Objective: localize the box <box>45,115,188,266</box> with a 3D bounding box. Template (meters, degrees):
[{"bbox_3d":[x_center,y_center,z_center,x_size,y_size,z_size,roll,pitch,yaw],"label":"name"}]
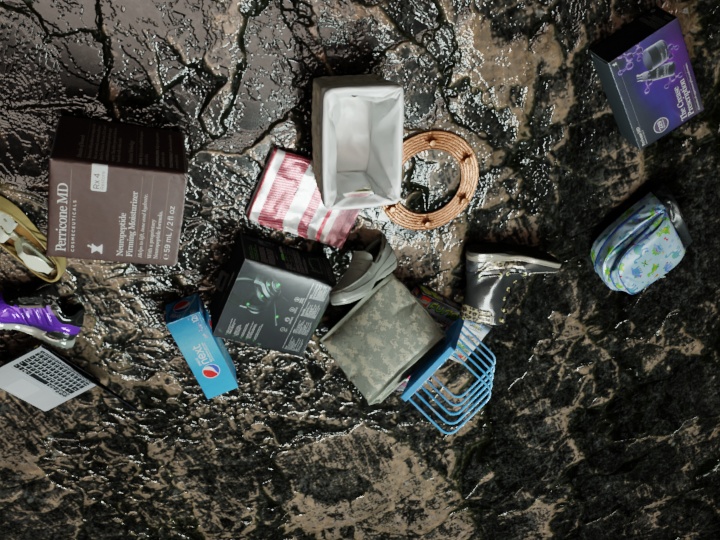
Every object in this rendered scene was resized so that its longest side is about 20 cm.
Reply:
[{"bbox_3d":[-0.381,-0.124,1.235,0.197,0.165,0.168,4,121,-18],"label":"box"}]

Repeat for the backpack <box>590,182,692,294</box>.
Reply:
[{"bbox_3d":[0.564,-0.049,1.590,0.198,0.155,0.163,-27,133,18],"label":"backpack"}]

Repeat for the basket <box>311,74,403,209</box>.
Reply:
[{"bbox_3d":[-0.009,-0.219,1.299,0.133,0.124,0.203,-6,118,-13],"label":"basket"}]

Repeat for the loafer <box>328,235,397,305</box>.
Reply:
[{"bbox_3d":[0.000,0.000,1.433,0.069,0.200,0.071,-10,110,34],"label":"loafer"}]

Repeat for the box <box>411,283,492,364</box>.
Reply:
[{"bbox_3d":[0.166,0.114,1.629,0.198,0.035,0.111,26,112,-29],"label":"box"}]

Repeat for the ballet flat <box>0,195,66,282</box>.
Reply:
[{"bbox_3d":[-0.563,-0.055,1.288,0.068,0.063,0.200,-38,124,10],"label":"ballet flat"}]

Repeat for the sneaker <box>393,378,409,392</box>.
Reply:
[{"bbox_3d":[0.053,0.216,1.635,0.197,0.081,0.075,18,123,-24],"label":"sneaker"}]

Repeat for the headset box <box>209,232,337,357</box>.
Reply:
[{"bbox_3d":[-0.170,0.047,1.451,0.197,0.093,0.176,15,117,-24],"label":"headset box"}]

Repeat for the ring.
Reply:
[{"bbox_3d":[0.127,-0.161,1.450,0.197,0.019,0.203,-8,124,-11],"label":"ring"}]

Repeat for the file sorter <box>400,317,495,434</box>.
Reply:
[{"bbox_3d":[0.181,0.205,1.527,0.123,0.200,0.139,42,108,1],"label":"file sorter"}]

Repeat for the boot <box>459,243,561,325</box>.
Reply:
[{"bbox_3d":[0.294,0.030,1.574,0.196,0.073,0.153,3,110,-14],"label":"boot"}]

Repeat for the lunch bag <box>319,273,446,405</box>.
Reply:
[{"bbox_3d":[0.050,0.129,1.511,0.200,0.164,0.117,-43,165,8],"label":"lunch bag"}]

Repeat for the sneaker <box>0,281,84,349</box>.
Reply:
[{"bbox_3d":[-0.571,0.056,1.360,0.198,0.070,0.100,25,107,-34],"label":"sneaker"}]

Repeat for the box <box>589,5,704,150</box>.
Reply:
[{"bbox_3d":[0.516,-0.342,1.413,0.140,0.079,0.201,-31,125,8],"label":"box"}]

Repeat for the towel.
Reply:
[{"bbox_3d":[-0.090,-0.126,1.407,0.197,0.023,0.145,16,115,-25],"label":"towel"}]

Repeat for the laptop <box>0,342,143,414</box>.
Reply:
[{"bbox_3d":[-0.531,0.224,1.410,0.198,0.117,0.188,-27,147,2],"label":"laptop"}]

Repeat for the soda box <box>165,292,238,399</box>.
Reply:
[{"bbox_3d":[-0.300,0.145,1.494,0.067,0.064,0.202,-20,125,-2],"label":"soda box"}]
